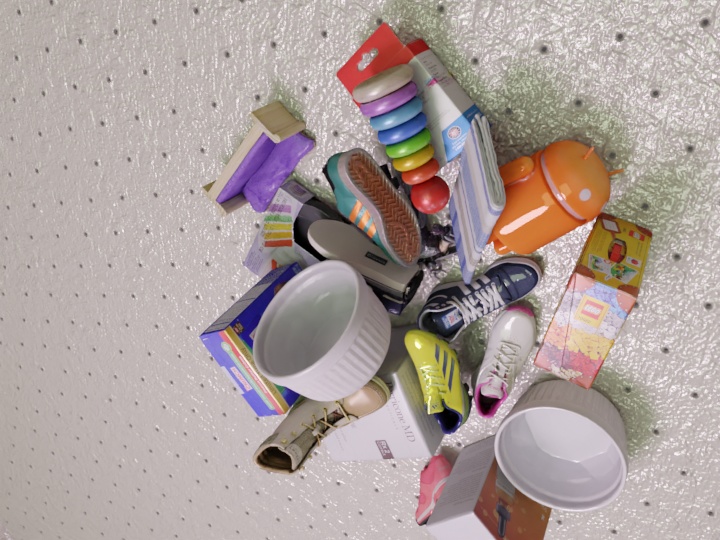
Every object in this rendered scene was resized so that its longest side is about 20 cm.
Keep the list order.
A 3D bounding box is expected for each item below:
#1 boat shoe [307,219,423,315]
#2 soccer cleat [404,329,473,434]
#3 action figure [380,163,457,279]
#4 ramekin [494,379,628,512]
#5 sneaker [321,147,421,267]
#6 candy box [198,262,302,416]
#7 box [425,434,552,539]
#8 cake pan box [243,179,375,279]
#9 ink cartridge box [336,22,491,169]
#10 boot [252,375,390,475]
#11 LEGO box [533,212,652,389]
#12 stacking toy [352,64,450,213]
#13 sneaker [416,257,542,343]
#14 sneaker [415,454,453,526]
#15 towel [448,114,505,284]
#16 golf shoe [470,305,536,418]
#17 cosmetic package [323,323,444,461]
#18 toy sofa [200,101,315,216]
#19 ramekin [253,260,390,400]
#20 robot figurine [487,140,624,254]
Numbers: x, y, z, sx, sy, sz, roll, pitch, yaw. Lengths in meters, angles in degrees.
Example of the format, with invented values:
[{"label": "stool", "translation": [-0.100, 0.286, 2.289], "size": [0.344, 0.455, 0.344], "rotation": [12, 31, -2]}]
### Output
[{"label": "boat shoe", "translation": [0.000, 0.000, 1.034], "size": [0.200, 0.075, 0.093], "rotation": [30, 142, 17]}, {"label": "soccer cleat", "translation": [0.118, 0.174, 1.001], "size": [0.065, 0.084, 0.200], "rotation": [0, 132, 39]}, {"label": "action figure", "translation": [0.081, -0.072, 1.007], "size": [0.130, 0.069, 0.200], "rotation": [-16, 109, 31]}, {"label": "ramekin", "translation": [0.323, 0.270, 1.034], "size": [0.200, 0.105, 0.200], "rotation": [13, 120, 23]}, {"label": "sneaker", "translation": [0.017, -0.090, 0.953], "size": [0.080, 0.071, 0.200], "rotation": [2, 131, 54]}, {"label": "candy box", "translation": [-0.137, 0.110, 1.072], "size": [0.077, 0.200, 0.169], "rotation": [-18, 112, 43]}, {"label": "box", "translation": [0.225, 0.404, 1.099], "size": [0.106, 0.200, 0.152], "rotation": [-35, 96, 37]}, {"label": "cake pan box", "translation": [-0.091, -0.033, 1.132], "size": [0.184, 0.052, 0.200], "rotation": [36, 126, 3]}, {"label": "ink cartridge box", "translation": [0.074, -0.240, 0.921], "size": [0.116, 0.067, 0.200], "rotation": [-37, 95, 36]}, {"label": "boot", "translation": [-0.059, 0.233, 0.982], "size": [0.200, 0.155, 0.072], "rotation": [-24, 101, 35]}, {"label": "LEGO box", "translation": [0.308, 0.034, 0.857], "size": [0.077, 0.200, 0.149], "rotation": [24, 125, 16]}, {"label": "stacking toy", "translation": [0.066, -0.169, 0.880], "size": [0.085, 0.085, 0.200], "rotation": [-12, 115, 33]}, {"label": "sneaker", "translation": [0.176, 0.049, 0.993], "size": [0.200, 0.109, 0.070], "rotation": [-22, 104, 35]}, {"label": "sneaker", "translation": [0.145, 0.418, 1.245], "size": [0.200, 0.074, 0.087], "rotation": [105, 149, -46]}, {"label": "towel", "translation": [0.153, -0.089, 0.872], "size": [0.024, 0.147, 0.200], "rotation": [-3, 151, -4]}, {"label": "golf shoe", "translation": [0.226, 0.149, 1.027], "size": [0.075, 0.092, 0.200], "rotation": [16, 122, 7]}, {"label": "cosmetic package", "translation": [0.037, 0.209, 1.118], "size": [0.200, 0.165, 0.165], "rotation": [-14, 108, 33]}, {"label": "toy sofa", "translation": [-0.170, -0.172, 1.080], "size": [0.098, 0.083, 0.200], "rotation": [46, 127, 1]}, {"label": "ramekin", "translation": [-0.050, 0.095, 0.959], "size": [0.200, 0.200, 0.105], "rotation": [-17, 135, 34]}, {"label": "robot figurine", "translation": [0.244, -0.097, 0.874], "size": [0.200, 0.117, 0.144], "rotation": [-33, 98, 36]}]
